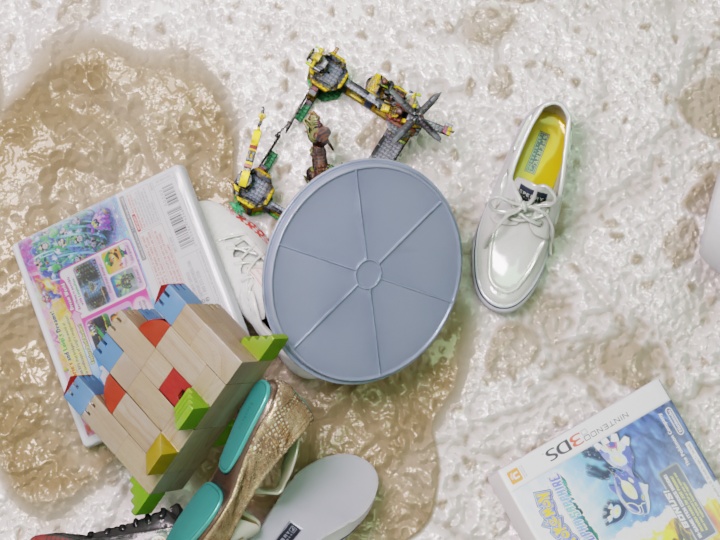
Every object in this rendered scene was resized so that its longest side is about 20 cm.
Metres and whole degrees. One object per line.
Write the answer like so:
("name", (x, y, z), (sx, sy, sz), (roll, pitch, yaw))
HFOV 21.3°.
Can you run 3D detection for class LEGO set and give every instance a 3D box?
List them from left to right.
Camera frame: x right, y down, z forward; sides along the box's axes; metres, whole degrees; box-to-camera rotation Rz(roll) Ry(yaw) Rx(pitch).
("LEGO set", (-0.025, -0.111, 1.744), (0.153, 0.116, 0.200), (40, 79, 3))

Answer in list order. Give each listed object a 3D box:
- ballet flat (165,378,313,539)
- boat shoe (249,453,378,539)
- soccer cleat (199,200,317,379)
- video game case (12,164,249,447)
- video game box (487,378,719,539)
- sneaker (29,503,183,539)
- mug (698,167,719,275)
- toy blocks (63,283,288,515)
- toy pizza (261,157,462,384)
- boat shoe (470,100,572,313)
("ballet flat", (-0.102, 0.190, 1.640), (0.065, 0.071, 0.201), (30, 95, -23))
("boat shoe", (-0.056, 0.243, 1.698), (0.071, 0.070, 0.200), (33, 51, 12))
("soccer cleat", (-0.091, 0.013, 1.737), (0.068, 0.085, 0.201), (-37, 83, -8))
("video game case", (-0.204, 0.032, 1.733), (0.181, 0.024, 0.202), (-24, 81, 14))
("video game box", (0.239, 0.226, 1.717), (0.181, 0.047, 0.201), (-28, 82, -15))
("sneaker", (-0.199, 0.250, 1.697), (0.198, 0.071, 0.099), (11, 79, -2))
("mug", (0.408, -0.054, 1.751), (0.174, 0.148, 0.201), (15, 49, 8))
("toy blocks", (-0.172, 0.090, 1.667), (0.137, 0.100, 0.201), (44, 111, 23))
("toy pizza", (0.000, 0.000, 1.683), (0.198, 0.032, 0.202), (-7, 105, -27))
("boat shoe", (0.155, -0.062, 1.760), (0.074, 0.086, 0.204), (20, 79, 2))
